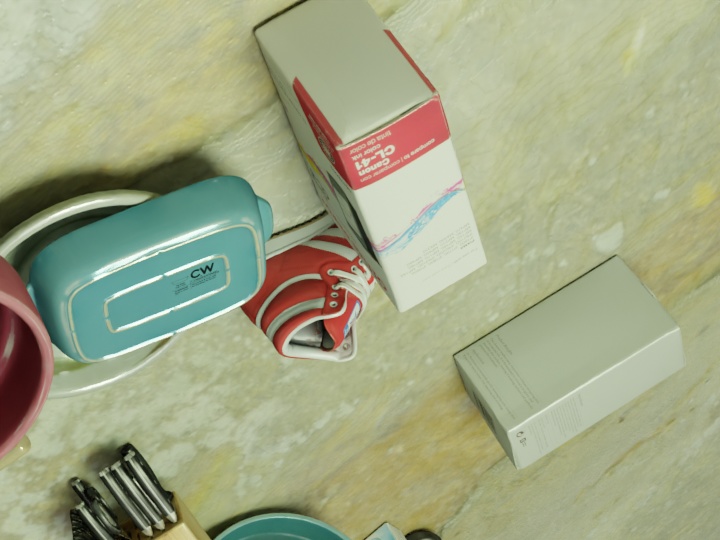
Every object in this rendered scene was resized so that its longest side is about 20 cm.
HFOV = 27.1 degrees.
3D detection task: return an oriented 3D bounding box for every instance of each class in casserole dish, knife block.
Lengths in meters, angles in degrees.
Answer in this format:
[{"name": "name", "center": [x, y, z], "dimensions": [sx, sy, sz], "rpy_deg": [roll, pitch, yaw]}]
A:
[{"name": "casserole dish", "center": [-0.146, 0.005, 1.085], "dimensions": [0.199, 0.039, 0.122], "rpy_deg": [-23, 141, -18]}, {"name": "knife block", "center": [-0.163, 0.241, 1.320], "dimensions": [0.199, 0.064, 0.177], "rpy_deg": [10, 106, -18]}]

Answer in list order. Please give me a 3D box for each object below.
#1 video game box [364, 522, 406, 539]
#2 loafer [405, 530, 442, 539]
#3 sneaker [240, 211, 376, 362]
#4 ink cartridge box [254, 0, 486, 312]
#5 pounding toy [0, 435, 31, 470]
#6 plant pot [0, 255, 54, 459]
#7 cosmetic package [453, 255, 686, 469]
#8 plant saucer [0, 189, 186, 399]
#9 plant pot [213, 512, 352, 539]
[{"name": "video game box", "center": [0.004, 0.402, 1.585], "dimensions": [0.200, 0.183, 0.047], "rpy_deg": [-40, 146, 7]}, {"name": "loafer", "center": [0.022, 0.375, 1.649], "dimensions": [0.073, 0.071, 0.200], "rpy_deg": [35, 102, -32]}, {"name": "sneaker", "center": [0.000, 0.000, 1.210], "dimensions": [0.199, 0.113, 0.071], "rpy_deg": [-29, 143, -8]}, {"name": "ink cartridge box", "center": [0.010, -0.088, 1.097], "dimensions": [0.085, 0.148, 0.200], "rpy_deg": [-29, 141, -8]}, {"name": "pounding toy", "center": [-0.352, 0.163, 1.091], "dimensions": [0.199, 0.142, 0.185], "rpy_deg": [-17, 139, -22]}, {"name": "plant pot", "center": [-0.315, 0.025, 0.941], "dimensions": [0.199, 0.179, 0.201], "rpy_deg": [-21, 141, -18]}, {"name": "cosmetic package", "center": [0.206, 0.089, 1.466], "dimensions": [0.199, 0.113, 0.081], "rpy_deg": [-29, 142, -5]}, {"name": "plant saucer", "center": [-0.209, 0.009, 1.113], "dimensions": [0.199, 0.050, 0.201], "rpy_deg": [-20, 139, -19]}, {"name": "plant pot", "center": [-0.089, 0.373, 1.488], "dimensions": [0.199, 0.201, 0.188], "rpy_deg": [-15, 152, -25]}]
